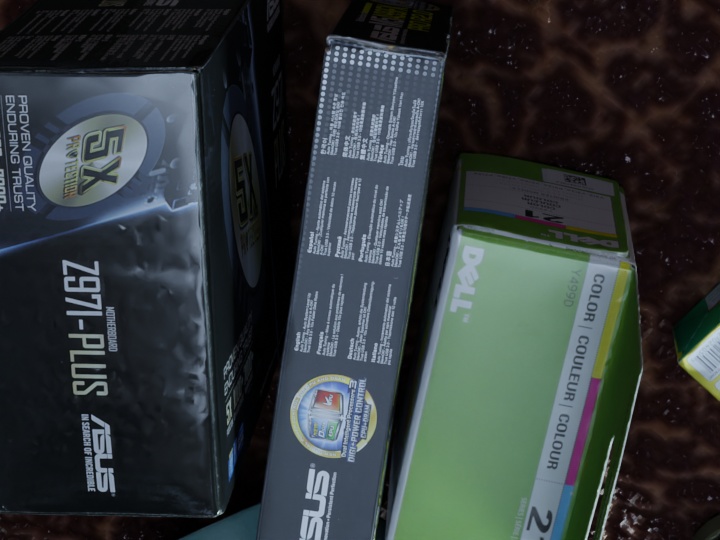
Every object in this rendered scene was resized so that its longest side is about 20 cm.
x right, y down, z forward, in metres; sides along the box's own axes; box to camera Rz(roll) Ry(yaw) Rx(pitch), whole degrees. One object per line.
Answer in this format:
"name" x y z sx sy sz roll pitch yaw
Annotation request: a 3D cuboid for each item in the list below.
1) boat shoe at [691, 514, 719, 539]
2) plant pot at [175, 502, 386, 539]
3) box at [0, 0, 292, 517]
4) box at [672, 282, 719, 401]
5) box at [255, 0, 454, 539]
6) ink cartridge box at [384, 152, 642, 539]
"boat shoe" 0.232 0.182 0.876 0.199 0.068 0.072 25 110 -5
"plant pot" -0.033 0.171 0.844 0.200 0.200 0.135 -27 79 13
"box" -0.081 -0.023 0.757 0.086 0.200 0.165 1 109 6
"box" 0.244 0.057 0.842 0.200 0.048 0.117 42 107 -8
"box" 0.000 0.000 0.770 0.044 0.160 0.201 9 105 2
"ink cartridge box" 0.057 0.055 0.774 0.075 0.200 0.149 12 110 0
